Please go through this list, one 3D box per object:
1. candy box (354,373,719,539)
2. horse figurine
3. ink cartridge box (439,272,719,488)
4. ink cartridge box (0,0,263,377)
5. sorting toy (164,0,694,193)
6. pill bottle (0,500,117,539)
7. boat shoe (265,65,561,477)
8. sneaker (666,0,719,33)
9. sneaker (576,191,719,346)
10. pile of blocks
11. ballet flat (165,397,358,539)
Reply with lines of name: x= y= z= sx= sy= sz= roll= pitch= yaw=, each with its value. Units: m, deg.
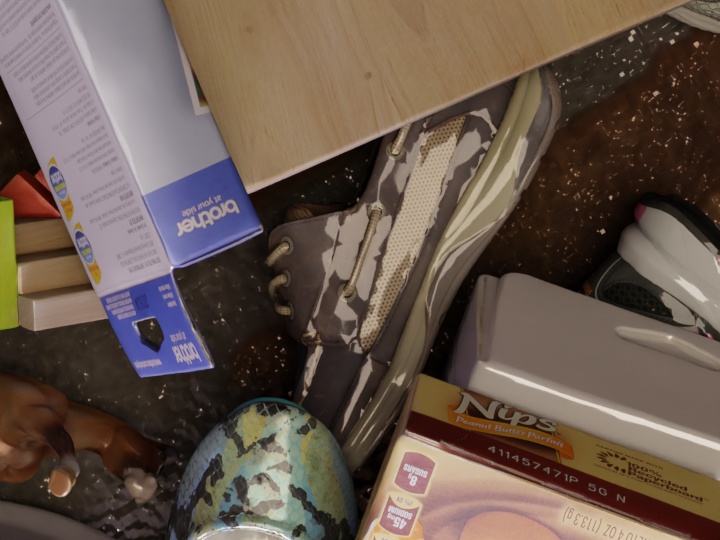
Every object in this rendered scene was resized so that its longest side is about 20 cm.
candy box: x=0.039 y=0.148 z=0.913 sx=0.115 sy=0.055 sz=0.201 roll=20 pitch=112 yaw=1
horse figurine: x=-0.167 y=0.054 z=0.941 sx=0.199 sy=0.133 sz=0.050 roll=10 pitch=103 yaw=1
ink cartridge box: x=0.079 y=0.122 z=0.975 sx=0.145 sy=0.084 sz=0.201 roll=18 pitch=113 yaw=-2
ink cartridge box: x=-0.088 y=-0.063 z=0.877 sx=0.042 sy=0.119 sz=0.201 roll=-22 pitch=92 yaw=-18
sorting toy: x=-0.003 y=-0.151 z=0.925 sx=0.198 sy=0.070 sz=0.201 roll=-24 pitch=90 yaw=-13
pill bottle: x=-0.150 y=0.192 z=0.963 sx=0.114 sy=0.114 sz=0.201 roll=11 pitch=98 yaw=-13
boat shoe: x=0.000 y=0.000 z=0.985 sx=0.073 sy=0.074 sz=0.201 roll=30 pitch=87 yaw=-3
sneaker: x=0.188 y=-0.115 z=0.986 sx=0.199 sy=0.082 sz=0.078 roll=12 pitch=98 yaw=-12
sneaker: x=0.156 y=0.062 z=1.028 sx=0.200 sy=0.080 sz=0.086 roll=43 pitch=102 yaw=-7
pile of blocks: x=-0.178 y=-0.011 z=0.935 sx=0.199 sy=0.082 sz=0.063 roll=-4 pitch=102 yaw=-10
ballet flat: x=-0.044 y=0.140 z=0.956 sx=0.074 sy=0.074 sz=0.201 roll=2 pitch=127 yaw=-11
